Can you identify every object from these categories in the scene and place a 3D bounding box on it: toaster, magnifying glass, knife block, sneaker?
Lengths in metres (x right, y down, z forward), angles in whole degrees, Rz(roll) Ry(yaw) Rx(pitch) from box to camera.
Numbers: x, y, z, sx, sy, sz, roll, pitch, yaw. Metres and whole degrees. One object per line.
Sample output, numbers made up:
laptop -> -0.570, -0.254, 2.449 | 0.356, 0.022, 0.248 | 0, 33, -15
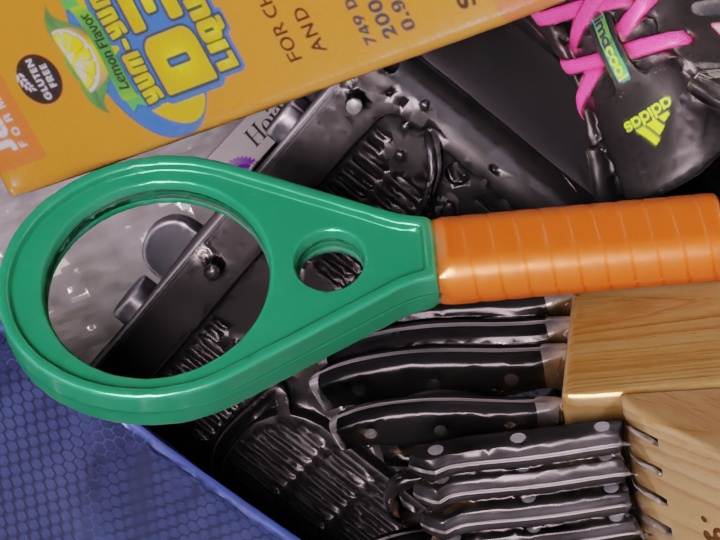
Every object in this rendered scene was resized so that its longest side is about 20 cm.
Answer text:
toaster -> 0.029, 0.028, 0.817 | 0.200, 0.119, 0.181 | 38, 114, -8
magnifying glass -> 0.000, 0.000, 0.698 | 0.199, 0.022, 0.080 | -6, 56, 2
knife block -> 0.093, 0.031, 0.715 | 0.175, 0.200, 0.064 | 29, 140, 45
sneaker -> 0.084, -0.066, 0.727 | 0.200, 0.088, 0.074 | 42, 131, -17

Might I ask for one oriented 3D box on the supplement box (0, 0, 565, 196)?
supplement box -> -0.025, -0.083, 0.701 | 0.199, 0.069, 0.067 | -17, 108, 36

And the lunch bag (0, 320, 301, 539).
lunch bag -> -0.113, 0.109, 0.748 | 0.200, 0.132, 0.136 | 39, 67, -9

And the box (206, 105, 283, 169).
box -> 0.024, -0.090, 0.864 | 0.039, 0.041, 0.200 | 46, 110, 6
